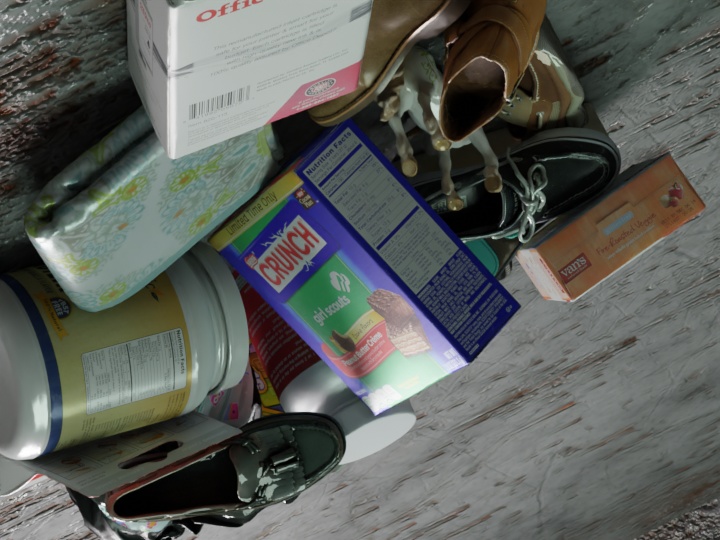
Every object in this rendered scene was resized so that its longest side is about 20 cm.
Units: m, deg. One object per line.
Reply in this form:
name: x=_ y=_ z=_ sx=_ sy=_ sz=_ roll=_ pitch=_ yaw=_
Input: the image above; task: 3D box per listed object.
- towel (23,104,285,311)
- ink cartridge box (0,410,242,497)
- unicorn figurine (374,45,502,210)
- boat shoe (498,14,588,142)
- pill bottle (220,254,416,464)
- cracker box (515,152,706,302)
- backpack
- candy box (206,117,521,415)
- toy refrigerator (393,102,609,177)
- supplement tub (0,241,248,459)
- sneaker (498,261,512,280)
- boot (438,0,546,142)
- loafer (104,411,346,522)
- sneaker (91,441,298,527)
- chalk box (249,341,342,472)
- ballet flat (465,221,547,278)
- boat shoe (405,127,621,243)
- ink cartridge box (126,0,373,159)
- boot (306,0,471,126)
towel: x=-0.146 y=-0.064 z=1.576 sx=0.200 sy=0.048 sz=0.171 roll=-41 pitch=160 yaw=-9
ink cartridge box: x=-0.217 y=0.143 z=1.757 sx=0.161 sy=0.199 sz=0.050 roll=-22 pitch=121 yaw=-41
unicorn figurine: x=0.057 y=-0.115 z=1.677 sx=0.073 sy=0.138 sz=0.200 roll=-18 pitch=145 yaw=4
boat shoe: x=0.134 y=-0.146 z=1.742 sx=0.072 sy=0.076 sz=0.200 roll=-26 pitch=158 yaw=3
pill bottle: x=-0.032 y=0.055 z=1.835 sx=0.112 sy=0.201 sz=0.112 roll=-23 pitch=159 yaw=-9
cracker box: x=0.204 y=-0.033 z=1.829 sx=0.134 sy=0.058 sz=0.200 roll=-35 pitch=180 yaw=-1
backpack: x=-0.179 y=0.132 z=1.918 sx=0.126 sy=0.167 sz=0.200 roll=6 pitch=136 yaw=-47
candy box: x=0.000 y=0.000 z=1.695 sx=0.077 sy=0.200 sz=0.169 roll=-45 pitch=-175 yaw=-31
toy refrigerator: x=0.120 y=-0.074 z=1.900 sx=0.199 sy=0.070 sz=0.076 roll=-17 pitch=158 yaw=-22
supplement tub: x=-0.202 y=0.057 z=1.715 sx=0.199 sy=0.145 sz=0.145 roll=-15 pitch=156 yaw=-30
sneaker: x=0.071 y=0.016 z=1.972 sx=0.071 sy=0.083 sz=0.199 roll=-26 pitch=-177 yaw=-41
boot: x=0.085 y=-0.147 z=1.562 sx=0.073 sy=0.155 sz=0.200 roll=14 pitch=144 yaw=3
loafer: x=-0.108 y=0.167 z=1.747 sx=0.199 sy=0.072 sz=0.063 roll=-16 pitch=-172 yaw=6
sneaker: x=-0.131 y=0.184 z=1.844 sx=0.199 sy=0.067 sz=0.091 roll=-10 pitch=131 yaw=-17
chalk box: x=-0.063 y=0.120 z=2.068 sx=0.199 sy=0.124 sz=0.125 roll=-11 pitch=154 yaw=-38
ballet flat: x=0.099 y=-0.030 z=1.811 sx=0.200 sy=0.073 sz=0.073 roll=-42 pitch=160 yaw=-6
boat shoe: x=0.118 y=-0.061 z=1.736 sx=0.198 sy=0.074 sz=0.068 roll=-10 pitch=-159 yaw=-10
ink cartridge box: x=-0.071 y=-0.172 z=1.414 sx=0.146 sy=0.083 sz=0.200 roll=-21 pitch=159 yaw=-14
boot: x=0.001 y=-0.175 z=1.553 sx=0.075 sy=0.074 sz=0.200 roll=20 pitch=142 yaw=-24
